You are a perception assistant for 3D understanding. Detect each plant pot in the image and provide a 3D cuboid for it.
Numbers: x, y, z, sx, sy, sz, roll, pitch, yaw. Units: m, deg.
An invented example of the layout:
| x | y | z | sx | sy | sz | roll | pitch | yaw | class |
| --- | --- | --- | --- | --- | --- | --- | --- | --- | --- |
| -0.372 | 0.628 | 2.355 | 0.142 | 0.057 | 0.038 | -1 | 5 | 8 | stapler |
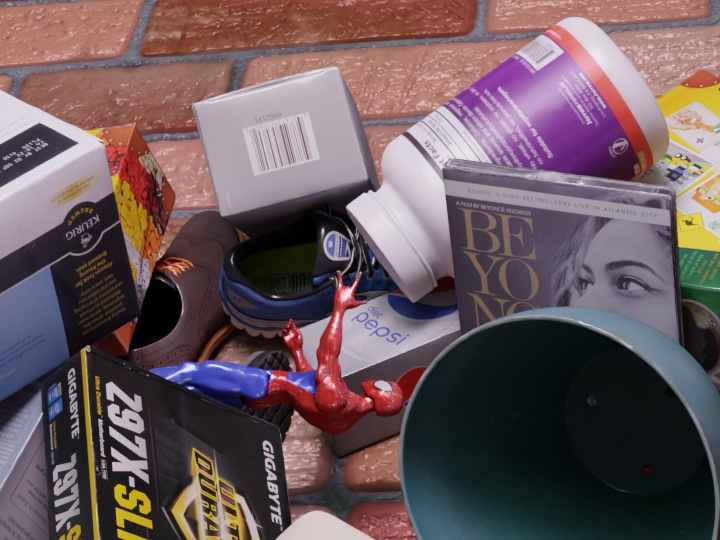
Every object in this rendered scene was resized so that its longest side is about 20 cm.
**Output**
| x | y | z | sx | sy | sz | roll | pitch | yaw | class |
| --- | --- | --- | --- | --- | --- | --- | --- | --- | --- |
| 0.142 | 0.108 | 1.490 | 0.200 | 0.200 | 0.135 | 11 | 18 | 26 | plant pot |

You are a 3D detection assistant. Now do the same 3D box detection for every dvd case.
| x | y | z | sx | sy | sz | roll | pitch | yaw | class |
| --- | --- | --- | --- | --- | --- | --- | --- | --- | --- |
| 0.129 | 0.028 | 1.557 | 0.148 | 0.200 | 0.016 | 9 | 35 | 25 | dvd case |

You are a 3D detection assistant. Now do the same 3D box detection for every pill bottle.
| x | y | z | sx | sy | sz | roll | pitch | yaw | class |
| --- | --- | --- | --- | --- | --- | --- | --- | --- | --- |
| 0.093 | -0.067 | 1.626 | 0.200 | 0.113 | 0.112 | -36 | 42 | -3 | pill bottle |

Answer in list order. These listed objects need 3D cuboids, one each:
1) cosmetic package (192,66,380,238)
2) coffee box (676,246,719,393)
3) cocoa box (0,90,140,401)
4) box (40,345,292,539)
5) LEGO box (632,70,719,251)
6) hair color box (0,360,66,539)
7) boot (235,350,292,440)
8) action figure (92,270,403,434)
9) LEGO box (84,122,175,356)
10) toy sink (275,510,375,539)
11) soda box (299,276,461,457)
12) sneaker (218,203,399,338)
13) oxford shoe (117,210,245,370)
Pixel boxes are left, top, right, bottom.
| x | y | z | sx | sy | sz | roll | pitch | yaw | class |
| --- | --- | --- | --- | --- | --- | --- | --- | --- | --- |
| -0.047 | -0.078 | 1.738 | 0.107 | 0.090 | 0.200 | -15 | -2 | 1 | cosmetic package |
| 0.206 | 0.045 | 1.568 | 0.200 | 0.123 | 0.044 | 6 | 37 | 26 | coffee box |
| -0.255 | 0.000 | 1.503 | 0.200 | 0.131 | 0.133 | -33 | 40 | -30 | cocoa box |
| -0.108 | 0.158 | 1.476 | 0.049 | 0.160 | 0.200 | -39 | 43 | 32 | box |
| 0.246 | -0.034 | 1.682 | 0.149 | 0.077 | 0.200 | -33 | 43 | -20 | LEGO box |
| -0.221 | 0.160 | 1.531 | 0.061 | 0.099 | 0.200 | 11 | 63 | 34 | hair color box |
| -0.138 | 0.114 | 1.639 | 0.131 | 0.070 | 0.200 | 8 | 39 | 31 | boot |
| -0.068 | 0.049 | 1.580 | 0.200 | 0.065 | 0.099 | 9 | 70 | 7 | action figure |
| -0.241 | -0.011 | 1.696 | 0.200 | 0.077 | 0.149 | -7 | 45 | 22 | LEGO box |
| 0.013 | 0.249 | 1.394 | 0.200 | 0.112 | 0.130 | 26 | 53 | 30 | toy sink |
| 0.058 | 0.046 | 1.661 | 0.200 | 0.068 | 0.063 | -22 | 40 | -10 | soda box |
| 0.000 | 0.000 | 1.696 | 0.200 | 0.089 | 0.079 | -9 | 70 | 3 | sneaker |
| -0.123 | 0.016 | 1.743 | 0.071 | 0.073 | 0.200 | -1 | 41 | 14 | oxford shoe |
